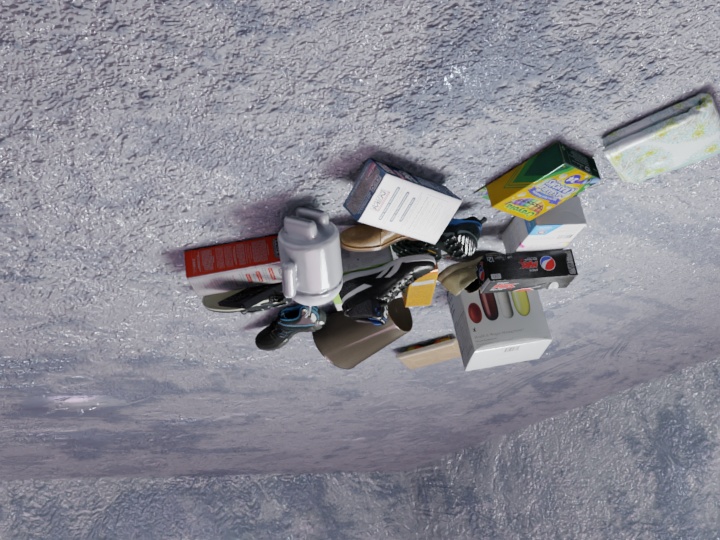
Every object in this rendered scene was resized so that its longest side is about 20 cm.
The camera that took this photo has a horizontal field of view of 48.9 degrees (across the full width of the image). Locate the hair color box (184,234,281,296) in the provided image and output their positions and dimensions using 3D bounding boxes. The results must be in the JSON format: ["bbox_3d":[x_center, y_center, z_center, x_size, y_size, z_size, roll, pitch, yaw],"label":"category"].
[{"bbox_3d":[-0.236,-0.009,1.560,0.200,0.061,0.102,-9,157,-2],"label":"hair color box"}]

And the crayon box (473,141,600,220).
[{"bbox_3d":[0.331,-0.156,1.492,0.126,0.052,0.200,12,148,-42],"label":"crayon box"}]

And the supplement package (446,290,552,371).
[{"bbox_3d":[0.329,0.113,1.908,0.191,0.200,0.147,-9,156,-6],"label":"supplement package"}]

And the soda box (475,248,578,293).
[{"bbox_3d":[0.349,0.002,1.671,0.200,0.063,0.071,-3,155,-11],"label":"soda box"}]

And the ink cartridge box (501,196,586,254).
[{"bbox_3d":[0.374,-0.076,1.668,0.115,0.068,0.200,-2,155,-15],"label":"ink cartridge box"}]

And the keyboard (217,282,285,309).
[{"bbox_3d":[-0.182,0.039,1.590,0.127,0.021,0.200,4,-161,28],"label":"keyboard"}]

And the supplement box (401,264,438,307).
[{"bbox_3d":[0.129,0.016,1.770,0.069,0.067,0.200,-10,156,-3],"label":"supplement box"}]

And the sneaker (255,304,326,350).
[{"bbox_3d":[-0.181,0.126,1.895,0.200,0.073,0.082,-28,135,22],"label":"sneaker"}]

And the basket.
[{"bbox_3d":[0.016,0.138,1.918,0.200,0.136,0.180,-29,146,27],"label":"basket"}]

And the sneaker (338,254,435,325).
[{"bbox_3d":[0.059,0.047,1.540,0.200,0.112,0.073,-16,155,9],"label":"sneaker"}]

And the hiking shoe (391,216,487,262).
[{"bbox_3d":[0.157,-0.061,1.597,0.200,0.087,0.074,-3,126,35],"label":"hiking shoe"}]

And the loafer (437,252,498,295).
[{"bbox_3d":[0.255,0.013,1.776,0.200,0.068,0.076,-16,163,-34],"label":"loafer"}]

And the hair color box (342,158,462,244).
[{"bbox_3d":[0.077,-0.120,1.403,0.200,0.061,0.100,14,115,-42],"label":"hair color box"}]

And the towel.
[{"bbox_3d":[0.550,-0.229,1.431,0.200,0.048,0.171,-24,154,26],"label":"towel"}]

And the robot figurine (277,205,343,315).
[{"bbox_3d":[-0.091,-0.018,1.469,0.113,0.170,0.200,17,128,30],"label":"robot figurine"}]

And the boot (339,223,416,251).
[{"bbox_3d":[0.052,-0.091,1.518,0.200,0.074,0.076,-13,138,-6],"label":"boot"}]

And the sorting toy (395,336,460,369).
[{"bbox_3d":[0.213,0.244,2.362,0.185,0.037,0.200,-16,160,12],"label":"sorting toy"}]

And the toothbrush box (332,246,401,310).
[{"bbox_3d":[0.000,0.000,1.651,0.145,0.086,0.200,-13,155,3],"label":"toothbrush box"}]

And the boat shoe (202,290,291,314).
[{"bbox_3d":[-0.237,0.062,1.704,0.199,0.075,0.066,-15,146,-13],"label":"boat shoe"}]
